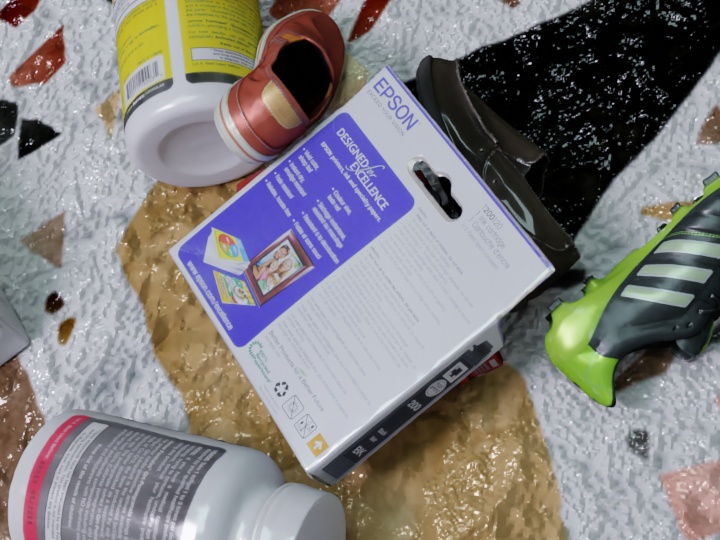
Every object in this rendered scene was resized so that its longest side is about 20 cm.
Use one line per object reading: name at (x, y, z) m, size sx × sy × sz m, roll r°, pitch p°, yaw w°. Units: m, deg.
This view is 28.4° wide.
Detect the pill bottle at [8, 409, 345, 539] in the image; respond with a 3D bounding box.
pill bottle at (-0.114, 0.160, 0.906) m, size 0.199 × 0.111 × 0.111 m, roll 9°, pitch 69°, yaw 25°

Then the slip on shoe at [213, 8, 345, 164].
slip on shoe at (-0.042, -0.138, 1.003) m, size 0.061 × 0.074 × 0.200 m, roll -30°, pitch 16°, yaw 27°

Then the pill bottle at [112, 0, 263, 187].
pill bottle at (-0.128, -0.173, 1.071) m, size 0.112 × 0.112 × 0.201 m, roll -17°, pitch 61°, yaw 13°

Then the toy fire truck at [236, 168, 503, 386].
toy fire truck at (0.003, 0.003, 0.973) m, size 0.141 × 0.049 × 0.201 m, roll -25°, pitch 61°, yaw 10°

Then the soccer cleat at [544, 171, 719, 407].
soccer cleat at (0.206, 0.005, 0.893) m, size 0.200 × 0.068 × 0.081 m, roll -39°, pitch 76°, yaw 0°

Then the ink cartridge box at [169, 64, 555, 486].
ink cartridge box at (0.000, 0.000, 0.921) m, size 0.200 × 0.043 × 0.198 m, roll -40°, pitch 61°, yaw 8°

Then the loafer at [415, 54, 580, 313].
loafer at (0.093, -0.066, 0.967) m, size 0.071 × 0.073 × 0.201 m, roll -20°, pitch 65°, yaw 0°

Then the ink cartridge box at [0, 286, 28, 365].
ink cartridge box at (-0.373, 0.003, 1.061) m, size 0.145 × 0.145 × 0.200 m, roll -38°, pitch 59°, yaw 0°
